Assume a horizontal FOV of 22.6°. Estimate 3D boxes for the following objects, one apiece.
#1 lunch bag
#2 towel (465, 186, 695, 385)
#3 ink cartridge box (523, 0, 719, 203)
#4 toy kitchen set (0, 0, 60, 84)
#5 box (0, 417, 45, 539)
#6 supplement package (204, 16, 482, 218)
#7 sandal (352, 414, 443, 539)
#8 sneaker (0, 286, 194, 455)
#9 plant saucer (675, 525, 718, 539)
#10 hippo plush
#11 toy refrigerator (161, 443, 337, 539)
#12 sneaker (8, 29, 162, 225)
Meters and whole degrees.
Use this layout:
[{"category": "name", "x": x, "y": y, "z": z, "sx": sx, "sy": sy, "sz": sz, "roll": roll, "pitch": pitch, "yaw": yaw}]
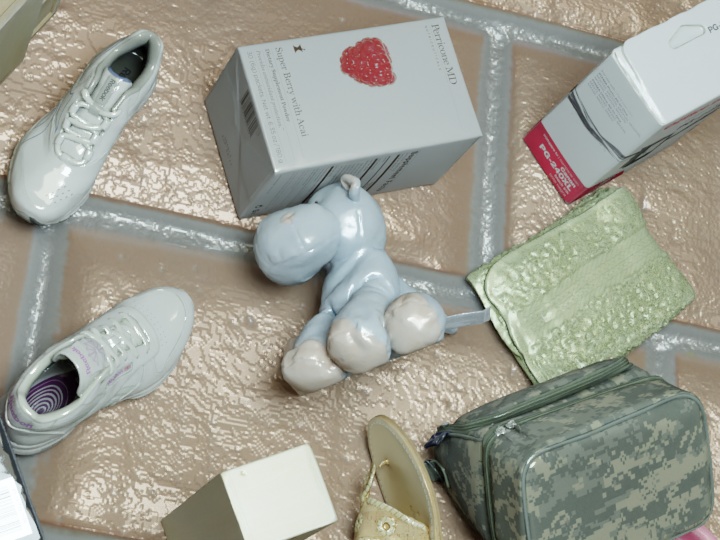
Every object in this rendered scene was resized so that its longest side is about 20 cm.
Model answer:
[{"category": "lunch bag", "x": 0.174, "y": 0.160, "z": 1.531, "sx": 0.200, "sy": 0.168, "sz": 0.140, "roll": -19, "pitch": 111, "yaw": -20}, {"category": "towel", "x": 0.208, "y": 0.019, "z": 1.662, "sx": 0.200, "sy": 0.036, "sz": 0.149, "roll": -31, "pitch": 86, "yaw": -26}, {"category": "ink cartridge box", "x": 0.261, "y": -0.156, "z": 1.647, "sx": 0.145, "sy": 0.200, "sz": 0.083, "roll": -29, "pitch": 84, "yaw": -25}, {"category": "toy kitchen set", "x": -0.361, "y": -0.232, "z": 1.471, "sx": 0.180, "sy": 0.163, "sz": 0.200, "roll": 39, "pitch": 64, "yaw": -4}, {"category": "box", "x": -0.339, "y": 0.150, "z": 1.379, "sx": 0.132, "sy": 0.115, "sz": 0.200, "roll": -18, "pitch": 80, "yaw": -25}, {"category": "supplement package", "x": -0.016, "y": -0.135, "z": 1.586, "sx": 0.200, "sy": 0.120, "sz": 0.121, "roll": -12, "pitch": 76, "yaw": -23}, {"category": "sandal", "x": 0.028, "y": 0.229, "z": 1.505, "sx": 0.070, "sy": 0.078, "sz": 0.212, "roll": -17, "pitch": 84, "yaw": -30}, {"category": "sneaker", "x": -0.207, "y": 0.077, "z": 1.459, "sx": 0.200, "sy": 0.100, "sz": 0.075, "roll": -39, "pitch": 86, "yaw": -27}, {"category": "plant saucer", "x": 0.242, "y": 0.303, "z": 1.572, "sx": 0.200, "sy": 0.051, "sz": 0.201, "roll": 6, "pitch": 70, "yaw": -17}, {"category": "hippo plush", "x": 0.000, "y": 0.000, "z": 1.518, "sx": 0.200, "sy": 0.159, "sz": 0.161, "roll": -21, "pitch": 87, "yaw": -23}, {"category": "toy refrigerator", "x": -0.092, "y": 0.192, "z": 1.405, "sx": 0.076, "sy": 0.200, "sz": 0.070, "roll": -17, "pitch": 78, "yaw": -23}, {"category": "sneaker", "x": -0.232, "y": -0.128, "z": 1.517, "sx": 0.074, "sy": 0.087, "sz": 0.200, "roll": 31, "pitch": 66, "yaw": -9}]
